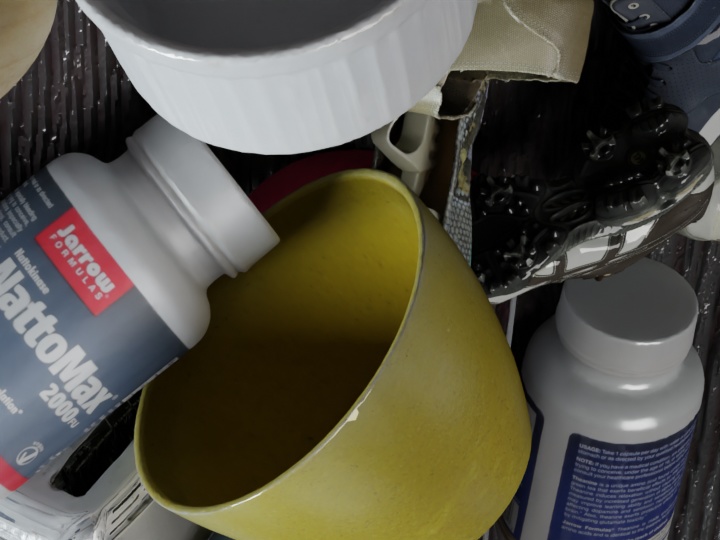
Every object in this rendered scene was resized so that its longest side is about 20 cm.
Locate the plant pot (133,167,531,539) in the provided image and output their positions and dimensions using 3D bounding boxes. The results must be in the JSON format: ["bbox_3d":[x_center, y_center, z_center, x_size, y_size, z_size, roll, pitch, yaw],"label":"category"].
[{"bbox_3d":[0.004,0.070,1.516,0.200,0.200,0.142,-46,122,8],"label":"plant pot"}]

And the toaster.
[{"bbox_3d":[-0.126,0.119,1.614,0.200,0.113,0.130,-47,144,-28],"label":"toaster"}]

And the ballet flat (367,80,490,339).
[{"bbox_3d":[0.025,-0.051,1.580,0.072,0.072,0.201,6,94,-41],"label":"ballet flat"}]

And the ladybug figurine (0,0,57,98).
[{"bbox_3d":[-0.234,-0.119,1.334,0.199,0.072,0.137,-11,98,-28],"label":"ladybug figurine"}]

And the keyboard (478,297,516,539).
[{"bbox_3d":[0.076,0.078,1.703,0.011,0.201,0.056,8,156,0],"label":"keyboard"}]

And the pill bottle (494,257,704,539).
[{"bbox_3d":[0.148,0.091,1.821,0.111,0.111,0.201,-16,135,-26],"label":"pill bottle"}]

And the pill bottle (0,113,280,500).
[{"bbox_3d":[-0.145,0.012,1.509,0.200,0.120,0.120,-39,141,-1],"label":"pill bottle"}]

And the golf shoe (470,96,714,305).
[{"bbox_3d":[0.106,-0.016,1.643,0.199,0.078,0.095,-21,149,9],"label":"golf shoe"}]

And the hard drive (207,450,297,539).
[{"bbox_3d":[-0.047,0.216,1.592,0.139,0.033,0.200,38,77,-21],"label":"hard drive"}]

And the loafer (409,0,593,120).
[{"bbox_3d":[0.025,-0.107,1.508,0.199,0.068,0.076,-14,173,20],"label":"loafer"}]

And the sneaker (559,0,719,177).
[{"bbox_3d":[0.149,-0.116,1.659,0.146,0.077,0.202,27,116,-39],"label":"sneaker"}]

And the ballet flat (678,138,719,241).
[{"bbox_3d":[0.246,-0.044,1.807,0.199,0.064,0.068,-2,128,-36],"label":"ballet flat"}]

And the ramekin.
[{"bbox_3d":[-0.037,-0.151,1.386,0.200,0.201,0.098,-32,148,-9],"label":"ramekin"}]

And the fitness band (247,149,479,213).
[{"bbox_3d":[0.000,0.000,1.677,0.199,0.037,0.144,2,125,-41],"label":"fitness band"}]
